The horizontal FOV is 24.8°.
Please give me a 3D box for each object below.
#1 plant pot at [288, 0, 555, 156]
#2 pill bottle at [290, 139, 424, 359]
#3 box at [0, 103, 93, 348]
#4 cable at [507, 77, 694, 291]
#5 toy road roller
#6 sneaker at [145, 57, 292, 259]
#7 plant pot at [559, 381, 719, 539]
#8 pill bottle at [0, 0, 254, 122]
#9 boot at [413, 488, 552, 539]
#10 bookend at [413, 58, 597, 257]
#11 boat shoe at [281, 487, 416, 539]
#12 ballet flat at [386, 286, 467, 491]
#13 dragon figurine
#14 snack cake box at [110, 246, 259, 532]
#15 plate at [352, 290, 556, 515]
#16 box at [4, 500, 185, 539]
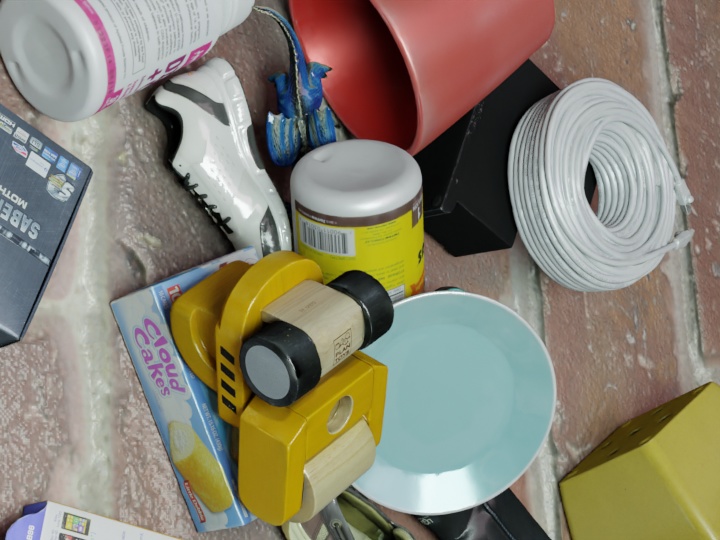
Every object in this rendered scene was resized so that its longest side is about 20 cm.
[{"bbox_3d":[0.061,-0.224,1.442,0.177,0.200,0.201,-31,99,-20],"label":"plant pot"},{"bbox_3d":[0.000,0.000,1.371,0.109,0.109,0.201,-38,137,-42],"label":"pill bottle"},{"bbox_3d":[-0.308,-0.059,1.195,0.200,0.051,0.158,37,57,-29],"label":"box"},{"bbox_3d":[0.221,-0.080,1.545,0.200,0.069,0.201,-34,107,-41],"label":"cable"},{"bbox_3d":[-0.066,0.078,1.255,0.123,0.145,0.201,-34,138,-42],"label":"toy road roller"},{"bbox_3d":[-0.119,-0.073,1.369,0.080,0.074,0.201,-21,88,-27],"label":"sneaker"},{"bbox_3d":[0.313,0.229,1.586,0.200,0.200,0.177,-33,88,-42],"label":"plant pot"},{"bbox_3d":[-0.182,-0.206,1.309,0.200,0.113,0.114,-36,102,-42],"label":"pill bottle"},{"bbox_3d":[0.128,0.206,1.495,0.198,0.073,0.163,-46,106,-32],"label":"boot"},{"bbox_3d":[0.136,-0.085,1.574,0.200,0.092,0.200,37,60,-33],"label":"bookend"},{"bbox_3d":[0.019,0.246,1.384,0.201,0.066,0.072,42,43,-25],"label":"boat shoe"},{"bbox_3d":[0.057,0.110,1.453,0.068,0.068,0.201,28,65,-14],"label":"ballet flat"},{"bbox_3d":[-0.050,-0.125,1.397,0.100,0.058,0.201,-92,175,-49],"label":"dragon figurine"},{"bbox_3d":[-0.107,0.095,1.319,0.115,0.067,0.201,-24,93,-41],"label":"snack cake box"},{"bbox_3d":[0.064,0.108,1.360,0.199,0.026,0.202,-3,110,-8],"label":"plate"},{"bbox_3d":[-0.188,0.249,1.221,0.199,0.041,0.120,23,63,-33],"label":"box"}]
